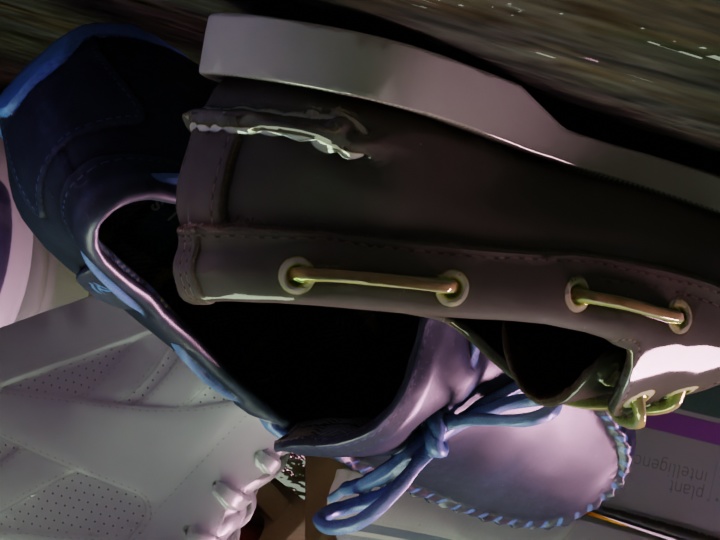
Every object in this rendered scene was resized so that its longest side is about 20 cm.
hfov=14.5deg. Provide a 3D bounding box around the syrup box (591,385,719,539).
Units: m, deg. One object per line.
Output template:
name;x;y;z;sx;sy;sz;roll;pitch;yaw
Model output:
syrup box;0.142;0.055;0.857;0.079;0.082;0.200;13;173;30

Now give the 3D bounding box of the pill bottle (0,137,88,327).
pill bottle;-0.165;-0.013;0.816;0.111;0.111;0.200;12;175;29

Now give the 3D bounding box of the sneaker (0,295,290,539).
sneaker;-0.035;0.055;0.761;0.199;0.116;0.074;-20;176;16

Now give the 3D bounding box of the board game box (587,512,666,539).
board game box;0.116;0.102;0.930;0.200;0.026;0.200;44;-167;-11

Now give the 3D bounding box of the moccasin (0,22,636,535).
moccasin;-0.008;0.021;0.666;0.200;0.081;0.068;28;-158;-34

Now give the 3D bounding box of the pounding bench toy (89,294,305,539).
pounding bench toy;-0.117;0.078;1.027;0.156;0.124;0.200;46;173;-17

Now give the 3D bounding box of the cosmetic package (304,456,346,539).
cosmetic package;0.038;0.083;0.960;0.105;0.071;0.200;43;-167;-13

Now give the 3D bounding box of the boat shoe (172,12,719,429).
boat shoe;0.043;0.000;0.616;0.201;0.061;0.072;18;174;-37

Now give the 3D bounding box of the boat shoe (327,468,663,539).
boat shoe;0.080;0.111;0.777;0.200;0.072;0.070;19;176;4
